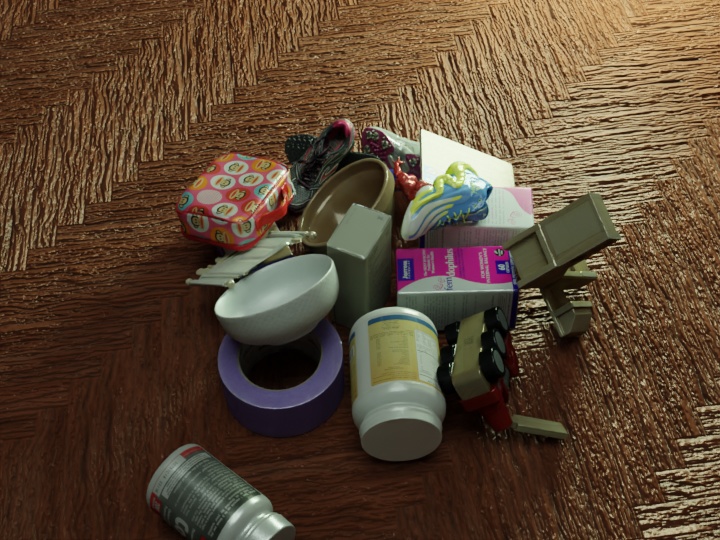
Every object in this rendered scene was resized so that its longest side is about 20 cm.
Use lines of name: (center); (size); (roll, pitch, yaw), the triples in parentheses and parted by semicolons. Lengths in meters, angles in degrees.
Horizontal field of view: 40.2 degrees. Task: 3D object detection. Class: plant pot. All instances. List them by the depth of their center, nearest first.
plant pot: (-0.007, -0.094, 1.746); (0.200, 0.093, 0.202); (-31, 34, 23)

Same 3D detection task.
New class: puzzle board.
puzzle board: (0.199, -0.178, 1.831); (0.198, 0.017, 0.152); (18, 44, -16)

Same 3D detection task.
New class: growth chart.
growth chart: (-0.187, -0.022, 1.642); (0.199, 0.018, 0.144); (-34, 23, -30)

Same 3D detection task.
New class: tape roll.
tape roll: (-0.125, 0.158, 1.570); (0.198, 0.085, 0.201); (-1, 49, 1)

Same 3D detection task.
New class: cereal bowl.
cereal bowl: (-0.120, 0.056, 1.522); (0.198, 0.084, 0.200); (-20, 20, 7)

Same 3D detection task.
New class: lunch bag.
lunch bag: (-0.205, -0.122, 1.709); (0.175, 0.082, 0.200); (12, 42, 22)

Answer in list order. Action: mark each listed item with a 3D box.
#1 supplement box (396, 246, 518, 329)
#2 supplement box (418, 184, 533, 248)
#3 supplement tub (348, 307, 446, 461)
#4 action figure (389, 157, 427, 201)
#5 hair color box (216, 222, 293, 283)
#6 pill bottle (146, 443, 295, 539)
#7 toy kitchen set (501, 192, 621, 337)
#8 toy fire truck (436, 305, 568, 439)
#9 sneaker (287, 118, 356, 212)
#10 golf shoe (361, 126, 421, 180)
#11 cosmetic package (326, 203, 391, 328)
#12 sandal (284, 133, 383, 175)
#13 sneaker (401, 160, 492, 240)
supplement box: (0.158, 0.031, 1.646); (0.198, 0.104, 0.102); (-3, 49, 2)
supplement box: (0.204, -0.082, 1.748); (0.198, 0.104, 0.102); (2, 49, 6)
supplement tub: (0.056, 0.174, 1.511); (0.143, 0.145, 0.201); (-3, 50, 0)
action figure: (0.069, -0.162, 1.776); (0.051, 0.066, 0.200); (-32, 22, -13)
hair color box: (-0.205, -0.060, 1.770); (0.108, 0.065, 0.201); (-20, 54, -15)
pill bottle: (-0.198, 0.346, 1.395); (0.199, 0.114, 0.114); (31, 57, 25)
toy kitchen set: (0.372, -0.003, 1.588); (0.199, 0.180, 0.164); (1, 63, -50)
toy fire truck: (0.224, 0.177, 1.528); (0.128, 0.201, 0.176); (-22, 23, 22)
sneaker: (-0.083, -0.201, 1.831); (0.080, 0.075, 0.201); (33, 90, 1)
golf shoe: (0.087, -0.222, 1.901); (0.200, 0.076, 0.091); (37, 39, 30)
cosmetic package: (0.000, 0.000, 1.622); (0.073, 0.201, 0.104); (19, 53, 18)
sandal: (-0.051, -0.209, 1.896); (0.199, 0.076, 0.048); (17, 7, 2)
sneaker: (0.155, -0.108, 1.658); (0.105, 0.076, 0.200); (28, 56, 22)
